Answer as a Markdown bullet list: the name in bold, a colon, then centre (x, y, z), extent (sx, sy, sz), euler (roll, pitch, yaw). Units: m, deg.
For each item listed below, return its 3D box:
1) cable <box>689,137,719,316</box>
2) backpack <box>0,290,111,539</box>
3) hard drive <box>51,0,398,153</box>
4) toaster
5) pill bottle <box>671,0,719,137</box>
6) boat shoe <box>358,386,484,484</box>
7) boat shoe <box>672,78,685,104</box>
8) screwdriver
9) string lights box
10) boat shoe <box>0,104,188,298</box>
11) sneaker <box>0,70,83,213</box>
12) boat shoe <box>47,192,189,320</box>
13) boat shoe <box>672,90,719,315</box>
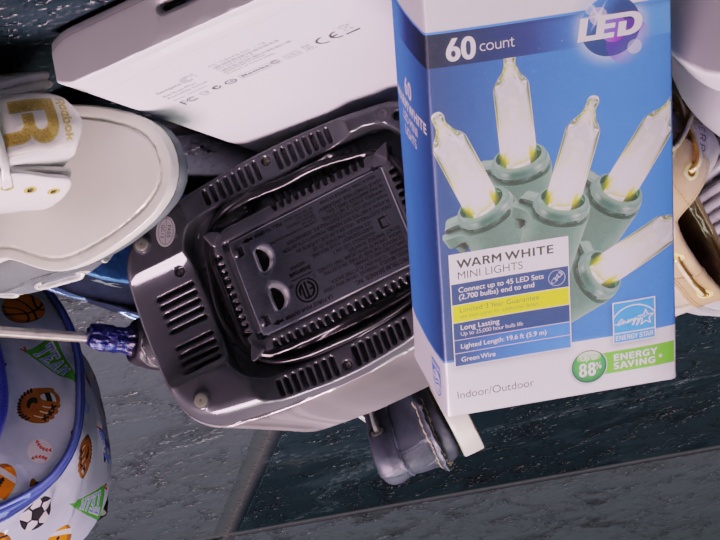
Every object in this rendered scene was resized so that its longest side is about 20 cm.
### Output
- **cable**: centre (0.260, -0.033, 1.328), extent (0.199, 0.070, 0.200), euler (-2, 157, -31)
- **backpack**: centre (-0.224, 0.078, 1.192), extent (0.189, 0.201, 0.154), euler (-13, 151, -8)
- **hard drive**: centre (-0.020, -0.091, 1.025), extent (0.131, 0.027, 0.200), euler (-21, 161, 27)
- **toaster**: centre (0.000, 0.000, 1.097), extent (0.199, 0.114, 0.129), euler (-27, 164, 13)
- **pill bottle**: centre (0.197, -0.094, 1.017), extent (0.112, 0.113, 0.200), euler (-20, 158, 25)
- **boat shoe**: centre (0.007, 0.053, 1.280), extent (0.062, 0.200, 0.075), euler (-28, 124, -4)
- **boat shoe**: centre (0.128, -0.060, 1.174), extent (0.199, 0.061, 0.074), euler (-21, 160, 27)
- **screwdriver**: centre (-0.145, 0.029, 1.132), extent (0.199, 0.028, 0.029), euler (8, 152, -29)
- **string lights box**: centre (0.070, -0.049, 0.959), extent (0.102, 0.201, 0.059), euler (-10, -153, -9)
- **boat shoe**: centre (-0.143, -0.028, 1.081), extent (0.199, 0.073, 0.062), euler (-20, 170, 38)
- **sneaker**: centre (-0.168, -0.063, 0.946), extent (0.115, 0.074, 0.200), euler (-10, 173, -12)
- **boat shoe**: centre (-0.082, -0.006, 1.205), extent (0.199, 0.085, 0.068), euler (20, 156, -32)
- **boat shoe**: centre (0.131, -0.052, 1.095), extent (0.069, 0.074, 0.200), euler (-8, 140, 14)
